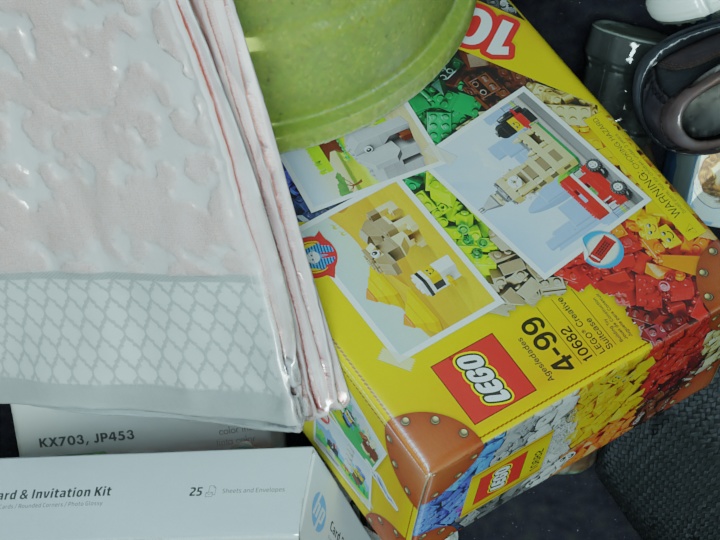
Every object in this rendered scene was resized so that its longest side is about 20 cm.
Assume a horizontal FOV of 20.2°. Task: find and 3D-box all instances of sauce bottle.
[{"bbox_3d":[0.098,-0.009,0.896,0.065,0.065,0.200,11,108,-3],"label":"sauce bottle"}]

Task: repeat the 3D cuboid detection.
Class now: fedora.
[{"bbox_3d":[0.170,0.060,0.869,0.092,0.201,0.201,43,103,5],"label":"fedora"}]

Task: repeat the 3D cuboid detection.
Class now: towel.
[{"bbox_3d":[-0.110,-0.034,0.698,0.200,0.032,0.191,1,118,37],"label":"towel"}]

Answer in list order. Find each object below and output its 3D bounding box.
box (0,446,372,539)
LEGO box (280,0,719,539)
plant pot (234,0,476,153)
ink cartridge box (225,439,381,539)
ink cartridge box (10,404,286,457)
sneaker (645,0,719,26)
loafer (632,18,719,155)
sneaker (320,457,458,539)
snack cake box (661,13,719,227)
[{"bbox_3d":[-0.062,0.138,0.806,0.156,0.041,0.200,-4,145,19],"label":"box"},{"bbox_3d":[0.023,-0.015,0.757,0.149,0.077,0.200,-28,64,-22],"label":"LEGO box"},{"bbox_3d":[-0.053,-0.173,0.701,0.200,0.200,0.184,2,137,-1],"label":"plant pot"},{"bbox_3d":[-0.086,0.126,0.882,0.200,0.050,0.161,-27,138,22],"label":"ink cartridge box"},{"bbox_3d":[-0.102,0.010,0.900,0.117,0.067,0.200,-7,107,3],"label":"ink cartridge box"},{"bbox_3d":[0.188,-0.172,0.776,0.200,0.074,0.080,-27,102,8],"label":"sneaker"},{"bbox_3d":[0.209,-0.087,0.804,0.200,0.063,0.072,-18,105,6],"label":"loafer"},{"bbox_3d":[0.012,0.073,0.917,0.073,0.071,0.200,-13,106,4],"label":"sneaker"},{"bbox_3d":[0.208,-0.113,0.864,0.115,0.067,0.200,9,106,-4],"label":"snack cake box"}]
